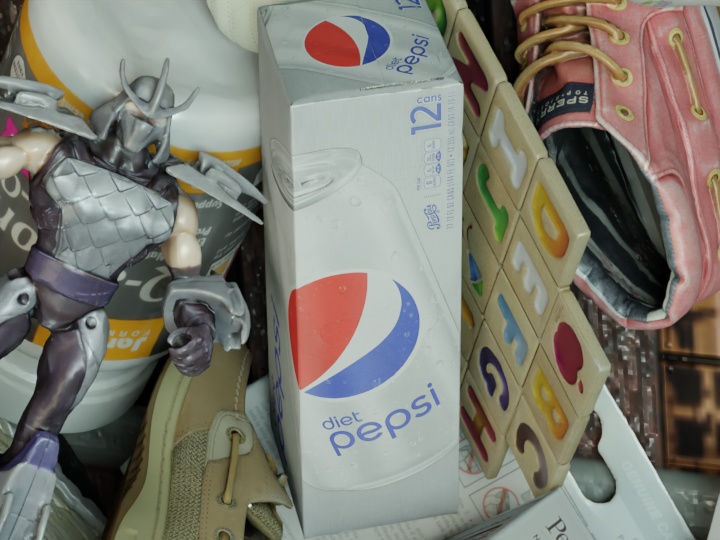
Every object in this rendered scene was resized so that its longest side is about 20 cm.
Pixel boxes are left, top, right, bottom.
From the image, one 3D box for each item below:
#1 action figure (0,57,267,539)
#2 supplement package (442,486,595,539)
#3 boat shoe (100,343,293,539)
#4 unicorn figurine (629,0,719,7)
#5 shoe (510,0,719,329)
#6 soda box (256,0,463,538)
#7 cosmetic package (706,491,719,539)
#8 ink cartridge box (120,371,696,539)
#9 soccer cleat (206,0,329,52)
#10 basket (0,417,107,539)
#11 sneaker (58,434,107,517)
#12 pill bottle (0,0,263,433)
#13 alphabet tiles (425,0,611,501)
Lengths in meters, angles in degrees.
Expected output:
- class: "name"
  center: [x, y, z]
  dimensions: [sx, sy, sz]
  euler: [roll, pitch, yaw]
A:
- class: "action figure"
  center: [-0.108, 0.016, 1.003]
  dimensions: [0.129, 0.069, 0.201]
  euler: [25, 99, -10]
- class: "supplement package"
  center: [0.011, 0.206, 1.032]
  dimensions: [0.152, 0.200, 0.151]
  euler: [56, 149, 0]
- class: "boat shoe"
  center: [-0.061, 0.094, 1.074]
  dimensions: [0.064, 0.201, 0.072]
  euler: [19, 127, -4]
- class: "unicorn figurine"
  center: [0.148, -0.113, 0.976]
  dimensions: [0.199, 0.074, 0.138]
  euler: [15, 124, 2]
- class: "shoe"
  center: [0.085, -0.079, 1.021]
  dimensions: [0.071, 0.091, 0.201]
  euler: [-21, 96, 34]
- class: "soda box"
  center: [0.000, 0.000, 1.041]
  dimensions: [0.063, 0.068, 0.201]
  euler: [-8, 128, -10]
- class: "cosmetic package"
  center: [0.161, 0.163, 1.090]
  dimensions: [0.082, 0.051, 0.201]
  euler: [22, 117, 23]
- class: "ink cartridge box"
  center: [0.024, 0.100, 1.162]
  dimensions: [0.199, 0.057, 0.163]
  euler: [-31, 91, 14]
- class: "soccer cleat"
  center: [-0.006, -0.148, 0.981]
  dimensions: [0.069, 0.078, 0.200]
  euler: [38, 125, 1]
- class: "basket"
  center: [-0.196, 0.157, 1.128]
  dimensions: [0.198, 0.161, 0.200]
  euler: [-44, 82, 4]
- class: "sneaker"
  center: [-0.199, 0.089, 1.266]
  dimensions: [0.202, 0.067, 0.108]
  euler: [48, 131, 4]
- class: "pill bottle"
  center: [-0.099, -0.033, 1.121]
  dimensions: [0.116, 0.116, 0.201]
  euler: [39, 134, 12]
- class: "alphabet tiles"
  center: [0.036, -0.019, 1.047]
  dimensions: [0.167, 0.006, 0.201]
  euler: [107, 143, -55]
